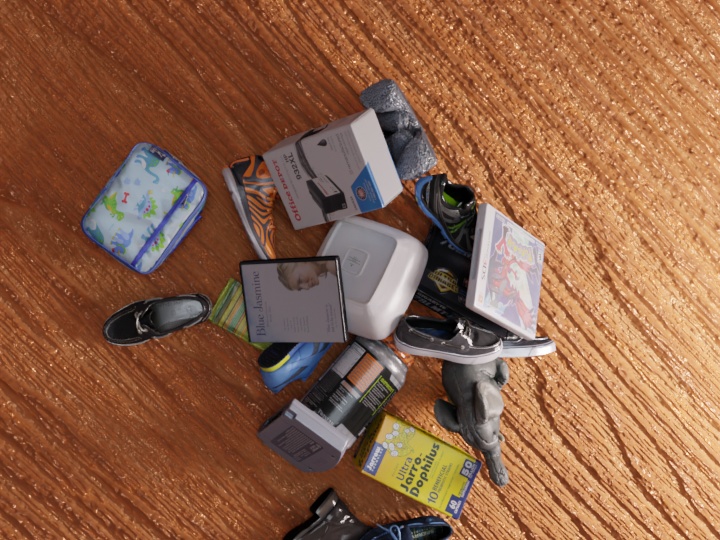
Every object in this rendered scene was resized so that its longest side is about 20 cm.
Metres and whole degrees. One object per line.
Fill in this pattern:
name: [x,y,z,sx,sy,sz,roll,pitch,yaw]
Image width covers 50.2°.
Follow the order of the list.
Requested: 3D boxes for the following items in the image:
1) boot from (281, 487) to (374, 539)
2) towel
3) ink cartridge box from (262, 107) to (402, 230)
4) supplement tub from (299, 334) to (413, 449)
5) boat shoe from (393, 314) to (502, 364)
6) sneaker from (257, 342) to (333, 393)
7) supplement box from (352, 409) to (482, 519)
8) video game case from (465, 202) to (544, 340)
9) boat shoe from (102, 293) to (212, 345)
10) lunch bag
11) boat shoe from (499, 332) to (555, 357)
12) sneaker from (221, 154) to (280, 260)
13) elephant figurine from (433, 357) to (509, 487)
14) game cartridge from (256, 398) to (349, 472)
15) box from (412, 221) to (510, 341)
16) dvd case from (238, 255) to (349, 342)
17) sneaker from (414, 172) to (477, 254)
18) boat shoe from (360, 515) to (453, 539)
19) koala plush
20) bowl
boot: [-0.046,0.510,1.367,0.174,0.069,0.200,45,79,-5]
towel: [-0.171,0.099,1.388,0.197,0.018,0.087,30,84,-7]
ink cartridge box: [-0.048,-0.166,1.295,0.084,0.196,0.148,-44,116,-49]
supplement tub: [-0.004,0.202,1.358,0.123,0.122,0.200,44,81,-5]
boat shoe: [0.155,0.108,1.317,0.195,0.071,0.067,9,131,-6]
sneaker: [-0.093,0.141,1.371,0.198,0.065,0.080,-36,125,-22]
supplement box: [0.099,0.342,1.377,0.197,0.109,0.111,27,84,-7]
video game case: [0.259,0.005,1.352,0.198,0.023,0.187,27,67,-42]
boat shoe: [-0.354,0.084,1.330,0.195,0.060,0.076,-10,89,-3]
lunch bag: [-0.367,-0.105,1.333,0.160,0.082,0.201,39,84,-9]
boat shoe: [0.269,0.125,1.437,0.194,0.072,0.070,0,89,-2]
sneaker: [-0.163,-0.112,1.367,0.110,0.078,0.204,-23,92,-8]
elephant figurine: [0.200,0.242,1.339,0.151,0.202,0.144,13,129,-1]
game cartridge: [-0.096,0.288,1.309,0.133,0.200,0.041,40,58,-4]
box: [0.202,0.002,1.405,0.197,0.050,0.202,28,63,-8]
dvd case: [-0.116,0.051,1.316,0.195,0.017,0.147,-3,99,26]
sneaker: [0.176,-0.097,1.343,0.199,0.082,0.072,41,50,-32]
boat shoe: [0.076,0.474,1.360,0.197,0.068,0.086,-18,85,-32]
koala plush: [0.021,-0.208,1.378,0.197,0.184,0.180,-29,85,12]
bowl: [0.000,0.000,1.336,0.197,0.075,0.203,21,75,26]
